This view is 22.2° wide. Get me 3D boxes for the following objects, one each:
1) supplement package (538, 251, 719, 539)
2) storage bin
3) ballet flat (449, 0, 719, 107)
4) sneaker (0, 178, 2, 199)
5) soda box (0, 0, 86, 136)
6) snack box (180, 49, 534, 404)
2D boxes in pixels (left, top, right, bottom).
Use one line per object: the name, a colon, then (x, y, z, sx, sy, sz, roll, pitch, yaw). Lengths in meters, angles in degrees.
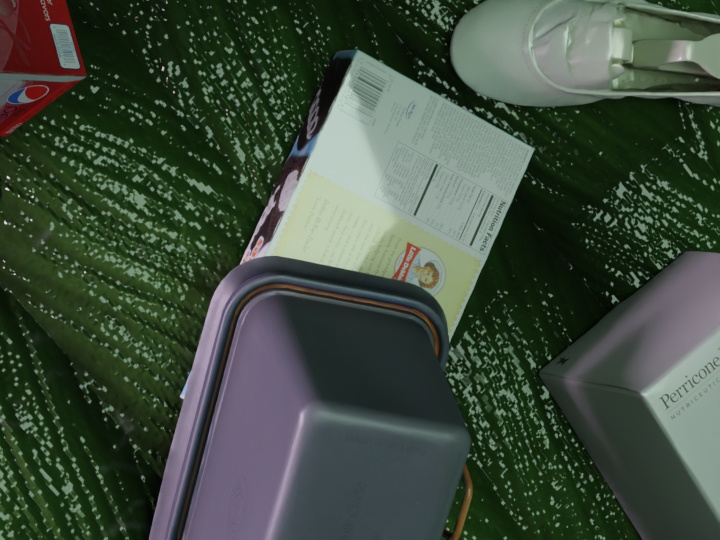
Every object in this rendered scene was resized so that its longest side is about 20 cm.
supplement package: (0.214, 0.105, 1.007, 0.121, 0.120, 0.200, -38, 105, -15)
storage bin: (-0.011, 0.117, 0.877, 0.145, 0.134, 0.201, 11, 107, -17)
ballet flat: (0.149, -0.122, 1.002, 0.199, 0.069, 0.070, 2, 91, -22)
sneaker: (-0.263, -0.071, 0.842, 0.199, 0.070, 0.094, 37, 86, -16)
soda box: (-0.190, -0.164, 0.821, 0.063, 0.070, 0.201, -4, 72, -47)
snack box: (0.000, 0.000, 0.962, 0.116, 0.037, 0.201, 27, 82, -20)
